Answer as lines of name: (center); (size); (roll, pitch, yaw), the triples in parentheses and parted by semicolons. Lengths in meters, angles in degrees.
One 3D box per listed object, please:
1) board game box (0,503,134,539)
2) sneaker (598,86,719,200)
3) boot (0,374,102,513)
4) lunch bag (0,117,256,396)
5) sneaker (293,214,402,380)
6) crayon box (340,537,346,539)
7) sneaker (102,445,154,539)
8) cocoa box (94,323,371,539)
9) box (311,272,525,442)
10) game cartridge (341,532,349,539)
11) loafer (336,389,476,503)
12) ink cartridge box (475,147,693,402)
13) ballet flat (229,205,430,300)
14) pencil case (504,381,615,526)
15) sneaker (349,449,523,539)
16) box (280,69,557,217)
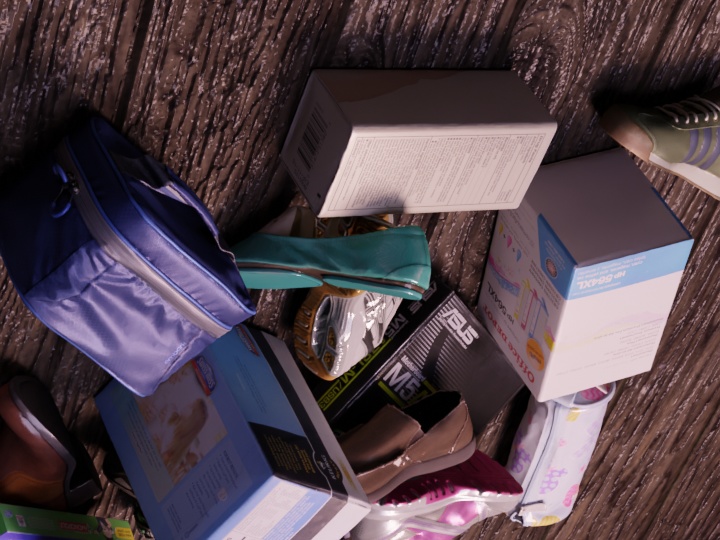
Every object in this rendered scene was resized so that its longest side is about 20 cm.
board game box: (-0.303, 0.252, 1.621); (0.134, 0.029, 0.200); (-30, 157, 17)
sneaker: (0.294, -0.131, 1.656); (0.200, 0.067, 0.090); (20, 111, -47)
boot: (-0.334, 0.176, 1.555); (0.199, 0.069, 0.188); (-23, 155, -4)
lunch bag: (-0.174, -0.019, 1.381); (0.132, 0.136, 0.200); (-37, 141, 6)
sneaker: (0.000, 0.000, 1.594); (0.087, 0.076, 0.201); (-26, 147, -39)
crayon box: (-0.086, 0.331, 1.836); (0.199, 0.127, 0.051); (-19, 107, -16)
sneaker: (-0.175, 0.213, 1.682); (0.085, 0.078, 0.200); (-36, 143, 6)
cocoa box: (-0.110, 0.152, 1.560); (0.133, 0.200, 0.131); (-45, 141, 18)
box: (0.047, 0.122, 1.737); (0.193, 0.048, 0.200); (-44, 142, -3)
game cartridge: (-0.056, 0.209, 1.802); (0.129, 0.038, 0.201); (-21, 141, -22)
loafer: (0.018, 0.150, 1.652); (0.199, 0.073, 0.071); (-19, 122, -37)
ink cartridge box: (0.197, 0.014, 1.686); (0.125, 0.129, 0.201); (-14, 138, -22)
ballet flat: (-0.031, -0.018, 1.507); (0.199, 0.071, 0.067); (4, 167, 27)
pencil case: (0.196, 0.172, 1.896); (0.091, 0.083, 0.201); (-32, 148, -40)
sneaker: (0.063, 0.220, 1.745); (0.199, 0.081, 0.089); (-2, 124, -35)
box: (0.048, -0.103, 1.492); (0.199, 0.078, 0.095); (-3, 133, -33)
